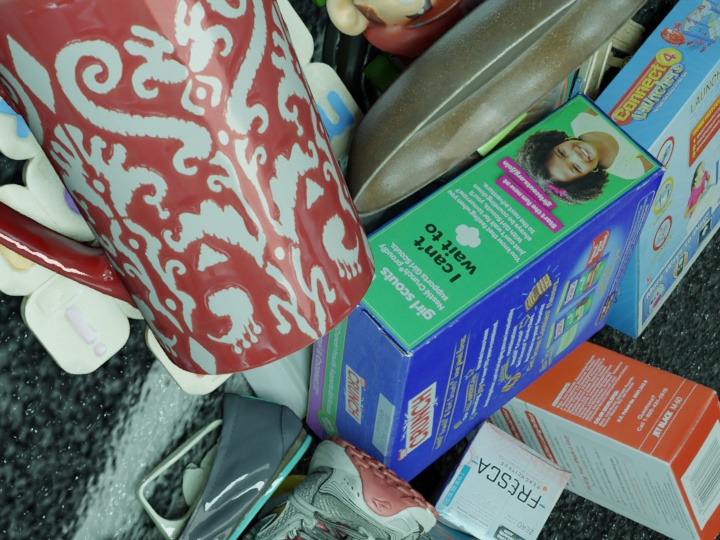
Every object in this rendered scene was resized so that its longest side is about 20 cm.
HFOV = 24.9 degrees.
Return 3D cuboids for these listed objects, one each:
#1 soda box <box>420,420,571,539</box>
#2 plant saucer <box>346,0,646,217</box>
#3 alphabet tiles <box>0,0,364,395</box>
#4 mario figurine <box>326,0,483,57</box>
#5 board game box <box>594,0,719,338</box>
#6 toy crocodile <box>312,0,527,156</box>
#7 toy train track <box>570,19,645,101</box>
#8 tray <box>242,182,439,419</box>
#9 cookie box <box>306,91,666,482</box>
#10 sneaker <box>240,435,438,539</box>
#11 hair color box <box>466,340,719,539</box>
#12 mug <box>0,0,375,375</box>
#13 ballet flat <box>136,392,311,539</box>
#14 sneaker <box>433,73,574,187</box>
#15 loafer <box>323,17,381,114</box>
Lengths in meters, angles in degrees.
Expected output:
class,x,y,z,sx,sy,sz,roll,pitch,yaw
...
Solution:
class,x,y,z,sx,sy,sz,roll,pitch,yaw
soda box,0.076,0.159,1.054,0.069,0.063,0.200,-58,174,-17
plant saucer,0.066,-0.099,0.796,0.200,0.032,0.200,-38,174,-4
alphabet tiles,-0.094,-0.047,0.799,0.200,0.015,0.196,-42,111,-16
mario figurine,-0.010,-0.178,0.772,0.200,0.123,0.106,36,34,-16
board game box,0.230,-0.086,1.192,0.200,0.056,0.196,-49,149,-27
toy crocodile,0.016,-0.143,0.878,0.067,0.062,0.200,-39,107,3
toy train track,0.170,-0.128,1.149,0.115,0.032,0.201,10,99,-53
tray,0.000,0.000,0.988,0.200,0.022,0.107,-55,149,-19
cookie box,0.068,0.017,0.945,0.200,0.075,0.171,-35,155,-26
sneaker,-0.020,0.155,0.919,0.082,0.078,0.200,-55,-177,-28
hair color box,0.148,0.099,1.082,0.064,0.200,0.111,-52,139,-21
mug,-0.095,-0.063,0.733,0.134,0.177,0.200,-53,128,-43
ballet flat,-0.105,0.153,0.907,0.200,0.073,0.073,-58,141,-14
sneaker,0.093,-0.101,1.014,0.200,0.071,0.080,-54,161,-40
loafer,0.040,-0.165,0.936,0.073,0.071,0.201,15,94,-53
